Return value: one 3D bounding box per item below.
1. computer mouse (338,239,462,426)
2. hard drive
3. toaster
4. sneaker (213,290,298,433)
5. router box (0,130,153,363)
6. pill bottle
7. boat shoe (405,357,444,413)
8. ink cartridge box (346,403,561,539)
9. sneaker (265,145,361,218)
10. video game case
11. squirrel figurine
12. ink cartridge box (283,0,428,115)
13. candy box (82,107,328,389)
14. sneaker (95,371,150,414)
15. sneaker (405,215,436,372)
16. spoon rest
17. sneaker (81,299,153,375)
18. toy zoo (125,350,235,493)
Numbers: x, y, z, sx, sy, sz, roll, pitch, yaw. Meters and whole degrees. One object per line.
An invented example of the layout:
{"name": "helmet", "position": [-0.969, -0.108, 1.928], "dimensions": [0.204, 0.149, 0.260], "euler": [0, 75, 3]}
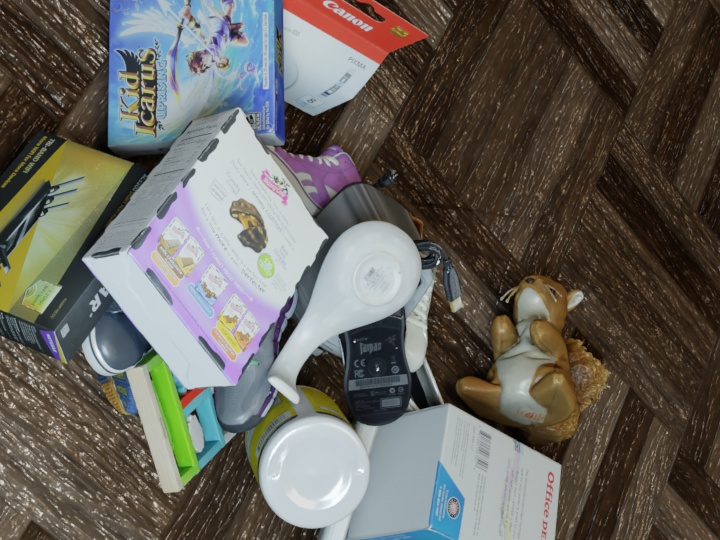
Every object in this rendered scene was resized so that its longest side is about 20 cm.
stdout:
{"name": "computer mouse", "position": [0.040, 0.057, 1.437], "dimensions": [0.138, 0.046, 0.203], "euler": [-11, 110, -4]}
{"name": "hard drive", "position": [-0.015, 0.236, 1.495], "dimensions": [0.026, 0.132, 0.202], "euler": [17, 65, 0]}
{"name": "toaster", "position": [0.000, 0.000, 1.497], "dimensions": [0.113, 0.200, 0.130], "euler": [32, 17, -33]}
{"name": "sneaker", "position": [-0.122, 0.065, 1.403], "dimensions": [0.088, 0.073, 0.202], "euler": [60, 30, -43]}
{"name": "router box", "position": [-0.288, -0.027, 1.289], "dimensions": [0.201, 0.156, 0.053], "euler": [-59, 158, -32]}
{"name": "pill bottle", "position": [-0.060, 0.180, 1.406], "dimensions": [0.110, 0.200, 0.113], "euler": [-2, 99, -10]}
{"name": "boat shoe", "position": [0.046, 0.106, 1.611], "dimensions": [0.072, 0.065, 0.202], "euler": [-27, 98, -41]}
{"name": "ink cartridge box", "position": [0.110, 0.267, 1.576], "dimensions": [0.199, 0.144, 0.149], "euler": [31, 56, -32]}
{"name": "sneaker", "position": [-0.069, -0.111, 1.560], "dimensions": [0.200, 0.072, 0.115], "euler": [44, 51, -38]}
{"name": "video game case", "position": [-0.170, -0.225, 1.423], "dimensions": [0.045, 0.179, 0.203], "euler": [40, 48, -74]}
{"name": "squirrel figurine", "position": [0.230, 0.110, 1.751], "dimensions": [0.200, 0.140, 0.189], "euler": [47, 42, -41]}
{"name": "ink cartridge box", "position": [-0.049, -0.244, 1.511], "dimensions": [0.159, 0.199, 0.048], "euler": [25, 65, -34]}
{"name": "candy box", "position": [-0.137, -0.021, 1.282], "dimensions": [0.168, 0.071, 0.201], "euler": [55, 48, -28]}
{"name": "sneaker", "position": [-0.224, 0.040, 1.382], "dimensions": [0.087, 0.075, 0.203], "euler": [-7, 86, -42]}
{"name": "sneaker", "position": [0.052, 0.018, 1.574], "dimensions": [0.072, 0.085, 0.202], "euler": [23, 41, -33]}
{"name": "spoon rest", "position": [-0.020, 0.038, 1.377], "dimensions": [0.099, 0.061, 0.200], "euler": [42, 87, -18]}
{"name": "sneaker", "position": [-0.191, 0.019, 1.323], "dimensions": [0.079, 0.079, 0.201], "euler": [57, 38, -23]}
{"name": "toy zoo", "position": [-0.165, 0.122, 1.406], "dimensions": [0.200, 0.020, 0.133], "euler": [-44, 122, -62]}
